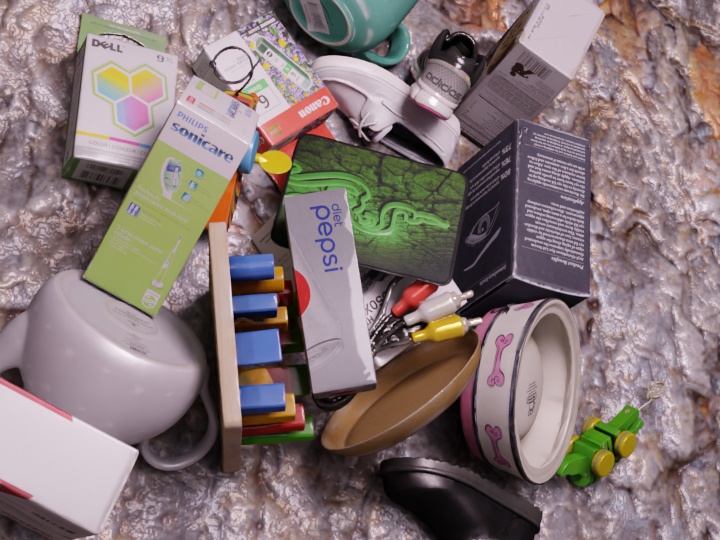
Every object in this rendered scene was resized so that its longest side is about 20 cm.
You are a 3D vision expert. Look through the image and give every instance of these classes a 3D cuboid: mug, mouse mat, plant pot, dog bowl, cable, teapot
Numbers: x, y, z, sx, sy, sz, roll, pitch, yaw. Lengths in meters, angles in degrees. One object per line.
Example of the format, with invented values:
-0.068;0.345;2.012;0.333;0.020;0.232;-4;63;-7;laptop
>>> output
-0.006;-0.318;1.717;0.185;0.152;0.115;42;61;-6;mug
0.013;-0.067;1.588;0.197;0.008;0.162;13;53;0;mouse mat
0.047;0.131;1.542;0.200;0.199;0.028;-44;104;-32;plant pot
0.174;0.128;1.624;0.199;0.073;0.203;-16;108;-61;dog bowl
0.024;0.062;1.542;0.198;0.050;0.098;-29;75;-17;cable
-0.250;0.106;1.436;0.199;0.147;0.197;36;15;19;teapot

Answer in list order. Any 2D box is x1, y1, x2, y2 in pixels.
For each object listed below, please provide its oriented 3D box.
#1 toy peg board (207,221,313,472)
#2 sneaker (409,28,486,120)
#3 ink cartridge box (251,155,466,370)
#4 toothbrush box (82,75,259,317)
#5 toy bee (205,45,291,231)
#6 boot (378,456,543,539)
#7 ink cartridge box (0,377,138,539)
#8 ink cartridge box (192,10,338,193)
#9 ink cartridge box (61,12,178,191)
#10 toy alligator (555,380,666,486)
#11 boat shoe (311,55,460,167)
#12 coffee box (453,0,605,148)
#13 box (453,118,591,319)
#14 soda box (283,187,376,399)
-0.097;0.077;1.475;0.096;0.200;0.203;-4;71;-7;toy peg board
0.107;-0.239;1.733;0.073;0.088;0.200;36;19;-6;sneaker
0.000;0.000;1.633;0.144;0.084;0.201;-34;88;-30;ink cartridge box
-0.185;-0.076;1.477;0.085;0.146;0.201;30;105;-8;toothbrush box
-0.130;-0.146;1.595;0.130;0.201;0.109;32;24;-6;toy bee
0.100;0.298;1.568;0.209;0.079;0.160;25;61;-16;boot
-0.298;0.175;1.342;0.146;0.200;0.084;30;70;-13;ink cartridge box
-0.089;-0.182;1.681;0.108;0.050;0.201;-34;87;-32;ink cartridge box
-0.255;-0.190;1.597;0.102;0.059;0.203;12;66;-22;ink cartridge box
0.293;0.198;1.722;0.199;0.059;0.055;-32;128;-33;toy alligator
0.025;-0.179;1.732;0.199;0.072;0.069;30;57;-24;boat shoe
0.193;-0.237;1.754;0.079;0.200;0.114;33;60;-6;coffee box
0.184;-0.046;1.707;0.103;0.148;0.203;13;66;-21;box
-0.031;0.024;1.499;0.067;0.063;0.203;-8;81;-2;soda box
